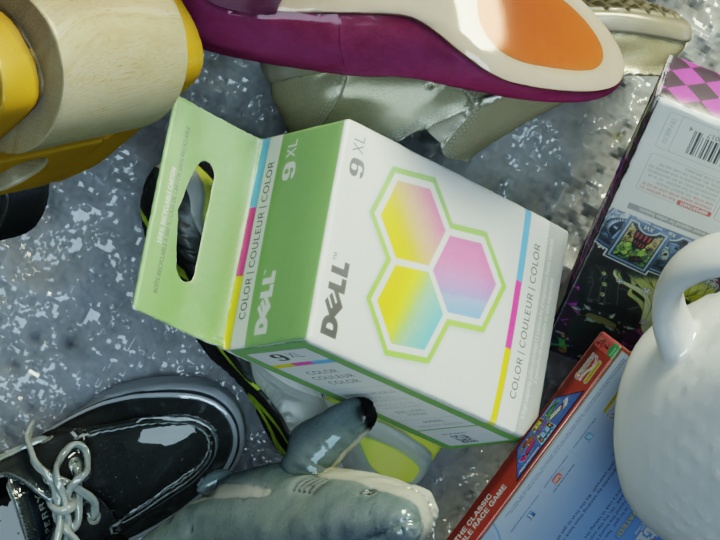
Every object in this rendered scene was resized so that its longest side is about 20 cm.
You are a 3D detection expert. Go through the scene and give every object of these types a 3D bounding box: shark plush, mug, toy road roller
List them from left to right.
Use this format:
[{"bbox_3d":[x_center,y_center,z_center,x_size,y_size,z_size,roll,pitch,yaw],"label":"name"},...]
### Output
[{"bbox_3d":[-0.182,-0.096,1.174,0.200,0.123,0.147,-32,80,38],"label":"toy road roller"},{"bbox_3d":[-0.060,0.116,1.195,0.199,0.083,0.091,-5,107,14],"label":"shark plush"},{"bbox_3d":[0.195,0.054,1.146,0.200,0.174,0.148,59,46,-41],"label":"mug"}]

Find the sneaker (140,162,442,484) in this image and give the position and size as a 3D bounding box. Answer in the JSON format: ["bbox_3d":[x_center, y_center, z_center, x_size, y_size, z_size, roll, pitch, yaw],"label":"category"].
[{"bbox_3d":[-0.032,0.024,1.268,0.076,0.075,0.201,-37,110,-11],"label":"sneaker"}]

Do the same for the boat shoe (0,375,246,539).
[{"bbox_3d":[-0.146,0.106,1.262,0.198,0.068,0.074,-15,101,-4],"label":"boat shoe"}]

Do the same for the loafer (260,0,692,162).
[{"bbox_3d":[0.055,-0.087,1.255,0.199,0.076,0.069,-6,101,4],"label":"loafer"}]

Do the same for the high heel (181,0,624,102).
[{"bbox_3d":[0.014,-0.107,1.206,0.199,0.096,0.068,22,61,-11],"label":"high heel"}]

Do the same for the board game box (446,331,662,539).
[{"bbox_3d":[0.086,0.133,1.252,0.103,0.019,0.200,34,94,-38],"label":"board game box"}]

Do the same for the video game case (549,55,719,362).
[{"bbox_3d":[0.201,0.006,1.233,0.199,0.036,0.182,20,138,1],"label":"video game case"}]

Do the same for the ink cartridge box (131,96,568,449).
[{"bbox_3d":[0.000,0.000,1.206,0.199,0.059,0.104,26,66,-38],"label":"ink cartridge box"}]
